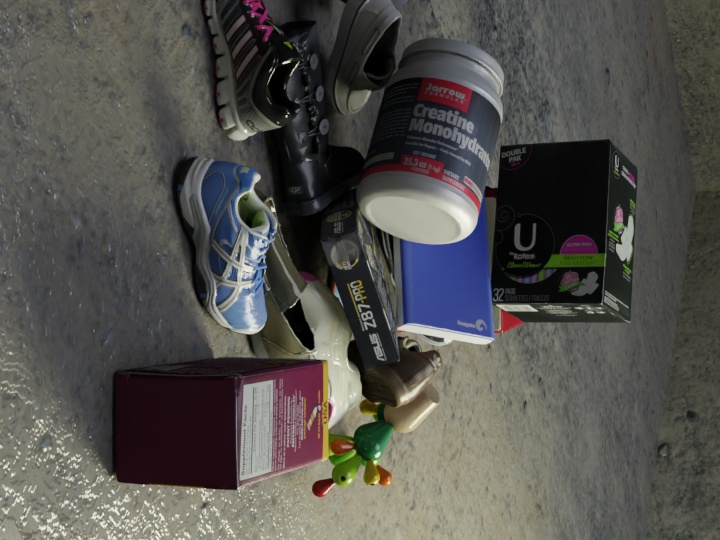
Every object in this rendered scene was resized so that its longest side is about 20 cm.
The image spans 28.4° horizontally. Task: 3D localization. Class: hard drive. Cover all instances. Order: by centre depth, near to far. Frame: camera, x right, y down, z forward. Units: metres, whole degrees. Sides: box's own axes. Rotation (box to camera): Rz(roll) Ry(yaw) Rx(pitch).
[{"bbox_3d":[0.096,-0.021,1.680,0.131,0.025,0.202,11,66,-33],"label":"hard drive"}]

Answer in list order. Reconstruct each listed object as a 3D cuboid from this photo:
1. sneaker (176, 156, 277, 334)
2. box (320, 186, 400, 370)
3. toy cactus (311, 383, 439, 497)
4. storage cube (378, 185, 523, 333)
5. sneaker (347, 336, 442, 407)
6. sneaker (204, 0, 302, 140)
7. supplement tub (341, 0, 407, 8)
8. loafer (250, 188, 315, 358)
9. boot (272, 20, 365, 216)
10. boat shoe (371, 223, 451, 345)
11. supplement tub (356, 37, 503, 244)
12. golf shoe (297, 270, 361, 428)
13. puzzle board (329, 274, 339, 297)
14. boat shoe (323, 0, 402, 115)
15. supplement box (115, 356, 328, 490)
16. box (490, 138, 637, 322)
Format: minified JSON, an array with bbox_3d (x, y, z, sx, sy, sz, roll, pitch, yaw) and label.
[{"bbox_3d":[-0.121,-0.018,1.410,0.076,0.076,0.201,-65,148,-49],"label":"sneaker"},{"bbox_3d":[0.000,0.000,1.629,0.200,0.049,0.163,-92,167,-69],"label":"box"},{"bbox_3d":[0.028,0.195,1.678,0.103,0.165,0.200,55,26,6],"label":"toy cactus"},{"bbox_3d":[0.132,-0.014,1.863,0.179,0.169,0.202,-14,103,-66],"label":"storage cube"},{"bbox_3d":[0.035,0.112,1.662,0.071,0.075,0.200,63,-14,-17],"label":"sneaker"},{"bbox_3d":[-0.102,-0.233,1.440,0.074,0.087,0.202,-29,117,-64],"label":"sneaker"},{"bbox_3d":[-0.012,-0.371,1.613,0.200,0.121,0.124,12,79,-67],"label":"supplement tub"},{"bbox_3d":[-0.086,0.006,1.505,0.075,0.069,0.202,-54,139,-54],"label":"loafer"},{"bbox_3d":[-0.054,-0.183,1.601,0.165,0.065,0.202,-49,131,-60],"label":"boot"},{"bbox_3d":[0.071,0.007,1.728,0.068,0.071,0.202,-120,-171,-72],"label":"boat shoe"},{"bbox_3d":[0.082,-0.144,1.607,0.140,0.139,0.202,52,48,-57],"label":"supplement tub"},{"bbox_3d":[-0.052,0.097,1.592,0.092,0.075,0.201,-54,136,-46],"label":"golf shoe"},{"bbox_3d":[0.007,-0.026,1.803,0.151,0.017,0.202,47,48,-60],"label":"puzzle board"},{"bbox_3d":[0.010,-0.241,1.645,0.072,0.066,0.201,-34,158,-33],"label":"boat shoe"},{"bbox_3d":[-0.124,0.139,1.337,0.200,0.130,0.104,-1,91,-67],"label":"supplement box"},{"bbox_3d":[0.250,-0.045,1.743,0.124,0.147,0.202,27,66,-61],"label":"box"}]
